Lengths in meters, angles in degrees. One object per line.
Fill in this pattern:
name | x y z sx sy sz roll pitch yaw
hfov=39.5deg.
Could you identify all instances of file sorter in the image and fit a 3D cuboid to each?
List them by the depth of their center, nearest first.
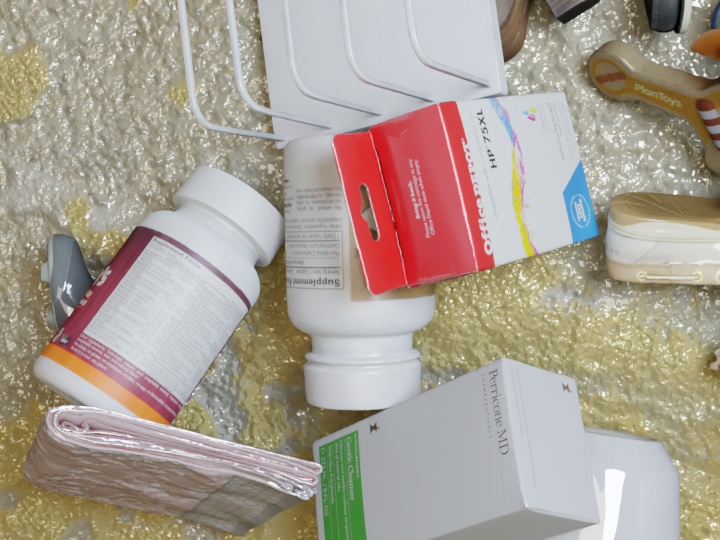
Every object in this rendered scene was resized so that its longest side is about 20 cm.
file sorter | -0.019 -0.179 0.718 0.200 0.124 0.139 -9 86 33

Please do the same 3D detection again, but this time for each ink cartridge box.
ink cartridge box | 0.079 -0.058 0.709 0.067 0.200 0.116 -13 91 44

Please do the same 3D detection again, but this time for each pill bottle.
pill bottle | -0.146 0.025 0.766 0.110 0.110 0.200 31 72 6
pill bottle | 0.000 0.000 0.767 0.114 0.114 0.200 -1 93 9

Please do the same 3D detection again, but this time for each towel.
towel | -0.148 0.153 0.740 0.191 0.200 0.032 18 63 -16

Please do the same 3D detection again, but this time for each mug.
mug | 0.152 0.192 0.744 0.186 0.149 0.153 9 86 1

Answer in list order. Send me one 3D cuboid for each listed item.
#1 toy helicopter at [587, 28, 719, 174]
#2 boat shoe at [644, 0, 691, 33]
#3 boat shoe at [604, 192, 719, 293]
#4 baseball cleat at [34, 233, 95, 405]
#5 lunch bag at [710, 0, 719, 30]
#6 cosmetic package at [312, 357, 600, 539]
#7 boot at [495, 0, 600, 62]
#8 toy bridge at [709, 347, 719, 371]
toy helicopter | 0.247 -0.124 0.711 0.200 0.132 0.079 31 68 34
boat shoe | 0.203 -0.269 0.742 0.063 0.074 0.202 -10 85 4
boat shoe | 0.279 -0.013 0.752 0.200 0.074 0.069 7 117 0
baseball cleat | -0.202 0.063 0.835 0.106 0.070 0.200 -10 96 -4
lunch bag | 0.373 -0.177 0.717 0.200 0.082 0.161 40 99 5
cosmetic package | 0.062 0.150 0.722 0.200 0.085 0.108 -33 51 39
boot | 0.086 -0.235 0.772 0.200 0.070 0.146 -27 81 11
toy bridge | 0.324 0.012 0.711 0.067 0.027 0.200 24 126 -26
